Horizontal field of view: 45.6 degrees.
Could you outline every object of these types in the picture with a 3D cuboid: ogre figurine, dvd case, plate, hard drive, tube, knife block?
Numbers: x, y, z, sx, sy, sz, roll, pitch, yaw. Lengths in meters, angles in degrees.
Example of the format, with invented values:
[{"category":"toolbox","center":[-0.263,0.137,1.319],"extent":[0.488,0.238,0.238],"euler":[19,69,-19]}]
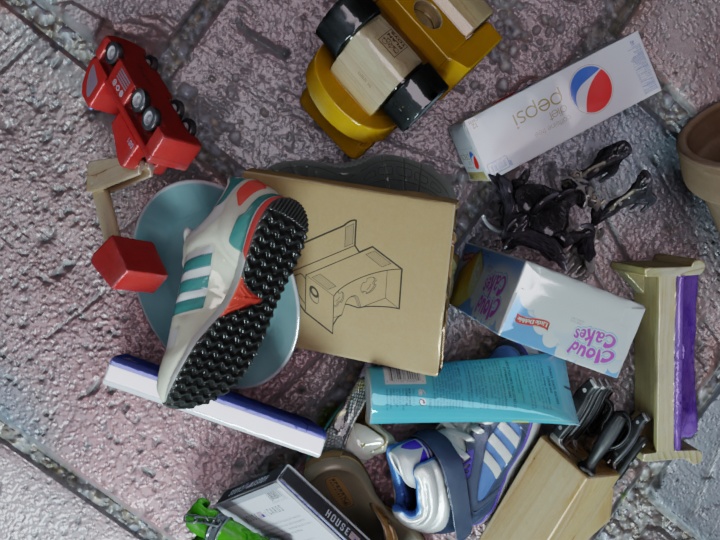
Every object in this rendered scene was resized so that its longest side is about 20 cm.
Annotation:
[{"category":"ogre figurine","center":[-0.105,0.324,0.832],"extent":[0.117,0.098,0.205],"euler":[-5,82,27]},{"category":"dvd case","center":[-0.036,0.273,0.824],"extent":[0.200,0.150,0.025],"euler":[46,52,-8]},{"category":"plate","center":[-0.133,0.013,0.798],"extent":[0.196,0.025,0.205],"euler":[11,113,28]},{"category":"hard drive","center":[-0.134,0.123,0.797],"extent":[0.196,0.132,0.026],"euler":[21,82,-9]},{"category":"tube","center":[0.103,0.112,0.799],"extent":[0.195,0.051,0.079],"euler":[-2,58,-5]},{"category":"knife block","center":[0.191,0.203,0.827],"extent":[0.198,0.064,0.178],"euler":[-33,137,-19]}]

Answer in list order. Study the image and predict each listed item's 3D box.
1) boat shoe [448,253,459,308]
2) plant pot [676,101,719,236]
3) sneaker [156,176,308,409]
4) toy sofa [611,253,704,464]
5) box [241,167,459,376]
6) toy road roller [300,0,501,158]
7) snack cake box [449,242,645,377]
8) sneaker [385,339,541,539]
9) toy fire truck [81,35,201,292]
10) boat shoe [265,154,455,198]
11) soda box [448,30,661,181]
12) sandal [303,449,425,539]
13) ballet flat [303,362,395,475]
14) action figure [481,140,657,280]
[{"category":"boat shoe","center":[0.000,0.000,0.835],"extent":[0.195,0.073,0.064],"euler":[7,92,-8]},{"category":"plant pot","center":[0.425,-0.069,0.845],"extent":[0.197,0.201,0.177],"euler":[-24,116,-5]},{"category":"sneaker","center":[-0.121,0.015,0.718],"extent":[0.070,0.093,0.203],"euler":[18,103,-49]},{"category":"toy sofa","center":[0.318,0.088,0.880],"extent":[0.095,0.083,0.205],"euler":[-2,95,-6]},{"category":"box","center":[-0.015,0.002,0.773],"extent":[0.195,0.021,0.167],"euler":[10,113,15]},{"category":"toy road roller","center":[0.026,-0.198,0.812],"extent":[0.123,0.146,0.200],"euler":[46,51,-3]},{"category":"snack cake box","center":[0.161,0.031,0.794],"extent":[0.113,0.200,0.069],"euler":[22,93,-8]},{"category":"sneaker","center":[0.095,0.160,0.831],"extent":[0.144,0.080,0.204],"euler":[10,100,-41]},{"category":"toy fire truck","center":[-0.211,-0.098,0.774],"extent":[0.141,0.048,0.201],"euler":[-48,59,23]},{"category":"boat shoe","center":[-0.004,-0.069,0.840],"extent":[0.197,0.065,0.076],"euler":[-1,83,-12]},{"category":"soda box","center":[0.190,-0.160,0.849],"extent":[0.197,0.068,0.065],"euler":[-27,98,-5]},{"category":"sandal","center":[0.006,0.258,0.845],"extent":[0.079,0.054,0.202],"euler":[-27,121,8]},{"category":"ballet flat","center":[0.015,0.137,0.844],"extent":[0.071,0.072,0.203],"euler":[30,89,-9]},{"category":"action figure","center":[0.190,-0.050,0.817],"extent":[0.197,0.103,0.120],"euler":[-24,60,-26]}]
